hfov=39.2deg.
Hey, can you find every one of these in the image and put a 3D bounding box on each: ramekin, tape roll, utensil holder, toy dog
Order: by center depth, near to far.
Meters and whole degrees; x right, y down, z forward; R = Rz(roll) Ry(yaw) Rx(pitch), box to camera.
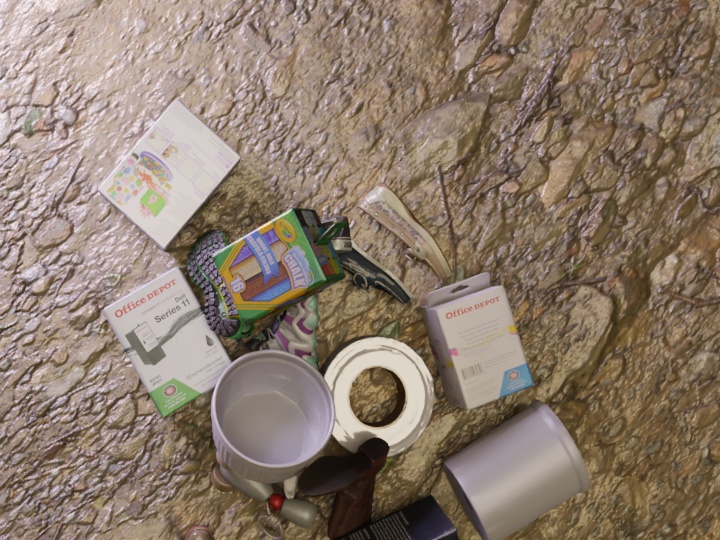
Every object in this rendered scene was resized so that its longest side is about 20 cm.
[{"bbox_3d":[-0.144,0.239,1.608,0.196,0.106,0.203,8,56,-12],"label":"ramekin"},{"bbox_3d":[-0.156,0.340,1.674,0.200,0.131,0.097,45,45,-12],"label":"toy dog"},{"bbox_3d":[0.260,0.344,1.714,0.198,0.170,0.172,-29,94,-7],"label":"utensil holder"},{"bbox_3d":[0.024,0.212,1.719,0.198,0.071,0.207,0,88,-10],"label":"tape roll"}]

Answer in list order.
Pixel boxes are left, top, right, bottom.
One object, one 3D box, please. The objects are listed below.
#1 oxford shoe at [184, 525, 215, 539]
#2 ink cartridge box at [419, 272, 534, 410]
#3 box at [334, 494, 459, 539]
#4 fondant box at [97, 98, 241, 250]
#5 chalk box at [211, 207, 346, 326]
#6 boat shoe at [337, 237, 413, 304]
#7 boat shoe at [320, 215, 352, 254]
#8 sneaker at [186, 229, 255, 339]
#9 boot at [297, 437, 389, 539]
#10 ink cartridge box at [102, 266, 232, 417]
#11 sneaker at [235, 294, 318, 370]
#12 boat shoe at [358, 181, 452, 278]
[{"bbox_3d":[-0.263,0.525,1.656,0.069,0.075,0.205,0,88,-9],"label":"oxford shoe"},{"bbox_3d":[0.192,0.115,1.724,0.126,0.125,0.204,-17,92,-10],"label":"ink cartridge box"},{"bbox_3d":[0.078,0.517,1.671,0.193,0.124,0.203,-21,111,-9],"label":"box"},{"bbox_3d":[-0.313,-0.157,1.671,0.144,0.058,0.201,41,81,-7],"label":"fondant box"},{"bbox_3d":[-0.106,-0.016,1.577,0.198,0.125,0.126,-27,85,15],"label":"chalk box"},{"bbox_3d":[0.000,0.000,1.717,0.199,0.075,0.062,38,81,-6],"label":"boat shoe"},{"bbox_3d":[-0.108,-0.051,1.679,0.196,0.071,0.065,-8,83,16],"label":"boat shoe"},{"bbox_3d":[-0.227,0.026,1.663,0.077,0.085,0.203,-24,65,15],"label":"sneaker"},{"bbox_3d":[-0.038,0.380,1.643,0.184,0.202,0.064,-16,47,-35],"label":"boot"},{"bbox_3d":[-0.311,0.114,1.652,0.145,0.083,0.202,-30,93,-10],"label":"ink cartridge box"},{"bbox_3d":[-0.139,0.098,1.679,0.137,0.078,0.204,-2,100,-6],"label":"sneaker"},{"bbox_3d":[0.080,-0.058,1.740,0.062,0.073,0.201,-40,85,-3],"label":"boat shoe"}]
